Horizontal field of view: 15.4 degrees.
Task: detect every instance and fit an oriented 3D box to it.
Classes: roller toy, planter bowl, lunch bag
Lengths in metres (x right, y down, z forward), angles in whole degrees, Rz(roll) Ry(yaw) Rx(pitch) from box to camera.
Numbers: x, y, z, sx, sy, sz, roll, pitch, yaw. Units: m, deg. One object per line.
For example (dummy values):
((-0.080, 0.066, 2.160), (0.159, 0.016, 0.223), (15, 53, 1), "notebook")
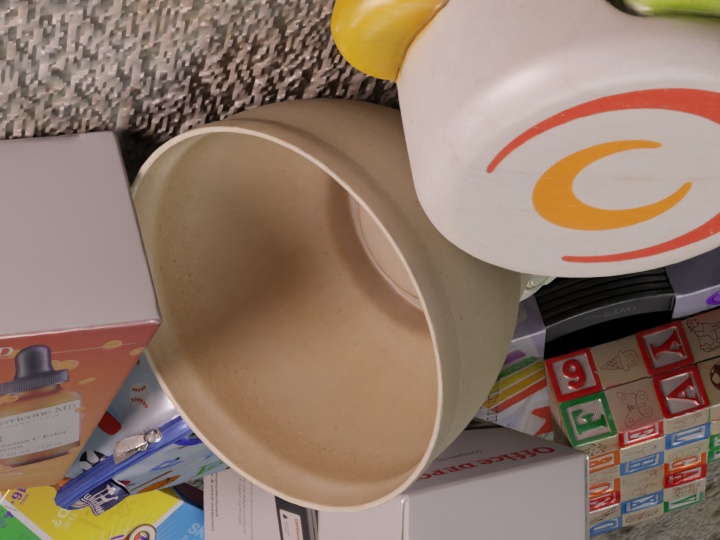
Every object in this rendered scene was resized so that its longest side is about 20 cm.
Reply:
((0.104, -0.095, 1.191), (0.200, 0.140, 0.182), (-19, 147, 17), "roller toy")
((0.000, 0.000, 1.307), (0.135, 0.200, 0.200), (-32, 172, -43), "planter bowl")
((-0.080, 0.065, 1.465), (0.160, 0.076, 0.200), (-30, 171, 37), "lunch bag")

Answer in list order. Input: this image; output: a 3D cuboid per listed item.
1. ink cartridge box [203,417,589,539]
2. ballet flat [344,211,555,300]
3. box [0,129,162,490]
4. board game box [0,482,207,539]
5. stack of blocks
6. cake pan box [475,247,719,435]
((0.020, 0.138, 1.591), (0.144, 0.084, 0.200), (-10, -164, -37), "ink cartridge box")
((0.062, -0.007, 1.463), (0.200, 0.063, 0.069), (0, 153, -34), "ballet flat")
((-0.204, 0.029, 1.310), (0.152, 0.107, 0.200), (-5, 155, -24), "box")
((-0.176, 0.181, 1.627), (0.200, 0.040, 0.153), (30, 99, -46), "board game box")
((0.181, 0.099, 1.665), (0.115, 0.059, 0.200), (-16, 158, -1), "stack of blocks")
((0.142, 0.039, 1.643), (0.184, 0.052, 0.200), (-16, 158, -7), "cake pan box")
